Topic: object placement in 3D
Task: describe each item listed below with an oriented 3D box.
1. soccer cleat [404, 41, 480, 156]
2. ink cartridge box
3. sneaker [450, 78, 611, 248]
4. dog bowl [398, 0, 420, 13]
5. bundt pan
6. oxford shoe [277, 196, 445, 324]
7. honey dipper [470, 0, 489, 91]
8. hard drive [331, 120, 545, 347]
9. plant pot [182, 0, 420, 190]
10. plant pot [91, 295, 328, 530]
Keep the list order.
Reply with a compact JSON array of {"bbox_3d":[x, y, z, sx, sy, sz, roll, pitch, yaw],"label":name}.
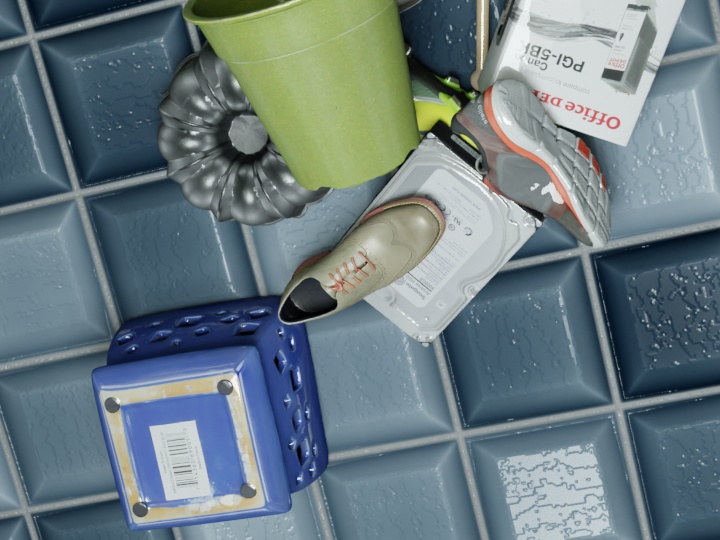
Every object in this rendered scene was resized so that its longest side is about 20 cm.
[{"bbox_3d":[0.060,-0.152,1.393,0.200,0.065,0.084,38,122,-1],"label":"soccer cleat"},{"bbox_3d":[0.209,-0.232,1.318,0.147,0.083,0.200,17,107,-6],"label":"ink cartridge box"},{"bbox_3d":[0.156,-0.092,1.313,0.082,0.077,0.200,-21,123,36],"label":"sneaker"},{"bbox_3d":[0.006,-0.337,1.339,0.200,0.059,0.200,5,109,15],"label":"dog bowl"},{"bbox_3d":[-0.112,-0.135,1.416,0.202,0.076,0.202,2,104,10],"label":"bundt pan"},{"bbox_3d":[0.000,0.000,1.377,0.070,0.075,0.200,48,126,-8],"label":"oxford shoe"},{"bbox_3d":[0.115,-0.269,1.361,0.038,0.038,0.200,3,107,9],"label":"honey dipper"},{"bbox_3d":[0.070,-0.031,1.399,0.140,0.038,0.200,40,127,-2],"label":"hard drive"},{"bbox_3d":[-0.032,-0.179,1.284,0.200,0.200,0.190,-15,115,13],"label":"plant pot"},{"bbox_3d":[-0.155,0.151,1.443,0.200,0.180,0.200,-9,102,11],"label":"plant pot"}]
